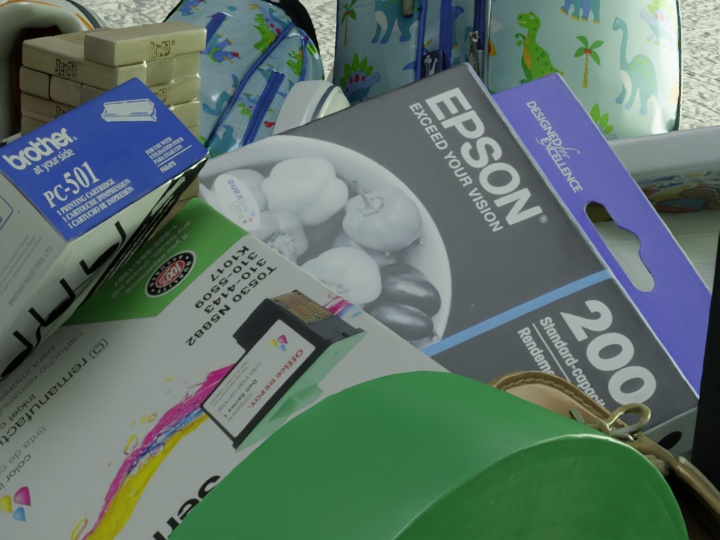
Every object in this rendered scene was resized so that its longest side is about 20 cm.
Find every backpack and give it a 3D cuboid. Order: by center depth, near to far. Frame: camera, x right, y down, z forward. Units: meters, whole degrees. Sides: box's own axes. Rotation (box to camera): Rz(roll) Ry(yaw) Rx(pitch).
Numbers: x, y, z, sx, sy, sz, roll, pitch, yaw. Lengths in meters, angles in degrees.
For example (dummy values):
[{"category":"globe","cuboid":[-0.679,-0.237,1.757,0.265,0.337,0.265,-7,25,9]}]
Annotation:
[{"category":"backpack","cuboid":[-0.084,-0.042,0.961,0.153,0.164,0.200,25,34,17]},{"category":"backpack","cuboid":[0.083,-0.134,1.019,0.182,0.202,0.146,6,-13,-36]}]

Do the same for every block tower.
[{"category":"block tower","cuboid":[-0.103,-0.003,0.771,0.057,0.202,0.054,18,23,33]}]

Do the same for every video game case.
[{"category":"video game case","cuboid":[0.125,-0.032,0.974,0.198,0.023,0.182,-8,-13,10]}]

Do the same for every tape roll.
[{"category":"tape roll","cuboid":[0.007,0.126,0.442,0.048,0.203,0.199,20,25,37]}]

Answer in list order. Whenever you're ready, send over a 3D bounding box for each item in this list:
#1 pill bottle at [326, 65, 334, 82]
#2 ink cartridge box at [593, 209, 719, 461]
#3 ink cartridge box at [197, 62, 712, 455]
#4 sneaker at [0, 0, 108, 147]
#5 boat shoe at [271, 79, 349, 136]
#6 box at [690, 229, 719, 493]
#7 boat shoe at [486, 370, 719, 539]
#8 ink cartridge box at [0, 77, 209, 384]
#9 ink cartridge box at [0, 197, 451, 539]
[{"category":"pill bottle","cuboid":[0.041,-0.115,1.151,0.112,0.114,0.201,12,51,19]},{"category":"ink cartridge box","cuboid":[0.179,0.052,0.870,0.103,0.060,0.200,-6,37,-28]},{"category":"ink cartridge box","cuboid":[0.053,0.007,0.795,0.198,0.044,0.199,-22,63,-19]},{"category":"sneaker","cuboid":[-0.117,-0.029,0.834,0.078,0.202,0.079,-27,-5,9]},{"category":"boat shoe","cuboid":[-0.001,-0.002,0.854,0.085,0.075,0.204,-1,54,10]},{"category":"box","cuboid":[0.235,0.051,0.704,0.198,0.201,0.123,-6,20,-27]},{"category":"boat shoe","cuboid":[0.105,0.096,0.667,0.073,0.063,0.200,-26,50,-22]},{"category":"ink cartridge box","cuboid":[-0.142,0.020,0.709,0.044,0.200,0.094,45,35,4]},{"category":"ink cartridge box","cuboid":[-0.041,0.078,0.638,0.145,0.084,0.200,-44,37,-10]}]
